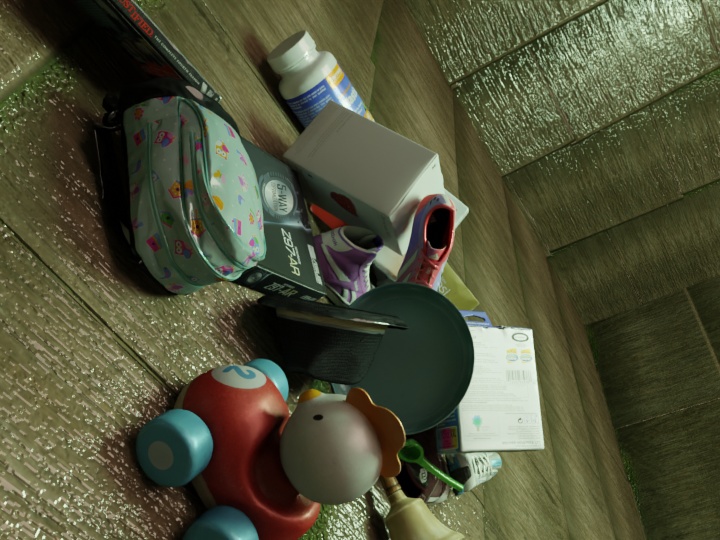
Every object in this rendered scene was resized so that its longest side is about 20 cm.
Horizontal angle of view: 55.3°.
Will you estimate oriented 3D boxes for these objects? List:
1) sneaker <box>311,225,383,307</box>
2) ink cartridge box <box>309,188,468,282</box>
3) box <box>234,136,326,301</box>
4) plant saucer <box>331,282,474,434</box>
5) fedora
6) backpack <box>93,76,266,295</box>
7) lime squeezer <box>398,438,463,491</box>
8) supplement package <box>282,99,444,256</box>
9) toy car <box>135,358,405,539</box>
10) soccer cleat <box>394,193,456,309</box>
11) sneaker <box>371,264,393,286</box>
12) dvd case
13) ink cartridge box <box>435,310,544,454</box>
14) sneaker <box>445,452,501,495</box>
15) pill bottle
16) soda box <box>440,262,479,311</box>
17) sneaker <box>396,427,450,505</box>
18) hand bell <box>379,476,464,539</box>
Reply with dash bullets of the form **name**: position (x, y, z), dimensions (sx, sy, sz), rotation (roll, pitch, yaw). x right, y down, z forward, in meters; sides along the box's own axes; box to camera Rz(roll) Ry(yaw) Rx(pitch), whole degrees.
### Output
- **sneaker**: position (0.000, 0.001, 1.023), dimensions (0.200, 0.114, 0.073), rotation (38, 33, -52)
- **ink cartridge box**: position (0.045, -0.096, 1.080), dimensions (0.200, 0.162, 0.050), rotation (40, -10, 0)
- **box**: position (-0.123, -0.065, 0.899), dimensions (0.160, 0.043, 0.201), rotation (28, 43, -57)
- **plant saucer**: position (0.054, 0.116, 0.914), dimensions (0.027, 0.199, 0.201), rotation (37, 34, -68)
- **fedora**: position (-0.037, 0.087, 0.833), dimensions (0.200, 0.200, 0.092), rotation (16, 83, -63)
- **backpack**: position (-0.171, -0.080, 0.693), dimensions (0.167, 0.126, 0.201), rotation (35, 39, -57)
- **lime squeezer**: position (0.061, 0.228, 0.935), dimensions (0.200, 0.038, 0.071), rotation (52, 13, 16)
- **supplement package**: position (0.008, -0.136, 1.011), dimensions (0.200, 0.120, 0.121), rotation (32, -16, 25)
- **toy car**: position (-0.054, 0.150, 0.620), dimensions (0.178, 0.199, 0.184), rotation (65, 21, 0)
- **soccer cleat**: position (0.090, -0.006, 0.942), dimensions (0.076, 0.066, 0.201), rotation (-116, -144, -77)
- **sneaker**: position (0.071, 0.044, 1.188), dimensions (0.201, 0.075, 0.115), rotation (60, 20, -22)
- **dvd case**: position (-0.247, -0.257, 0.734), dimensions (0.200, 0.022, 0.146), rotation (45, -10, -38)
- **ink cartridge box**: position (0.173, 0.150, 0.957), dimensions (0.136, 0.076, 0.201), rotation (5, 74, -22)
- **sneaker**: position (0.176, 0.300, 1.067), dimensions (0.200, 0.086, 0.075), rotation (53, 28, -77)
- **pill bottle**: position (-0.070, -0.304, 1.183), dimensions (0.200, 0.112, 0.112), rotation (53, 25, -30)
- **soda box**: position (0.105, -0.001, 1.128), dimensions (0.200, 0.064, 0.068), rotation (51, -5, 5)
- **sneaker**: position (0.067, 0.238, 0.982), dimensions (0.115, 0.075, 0.201), rotation (13, 55, -58)
- **hand bell**: position (0.038, 0.278, 0.889), dimensions (0.201, 0.104, 0.104), rotation (60, 18, 21)
